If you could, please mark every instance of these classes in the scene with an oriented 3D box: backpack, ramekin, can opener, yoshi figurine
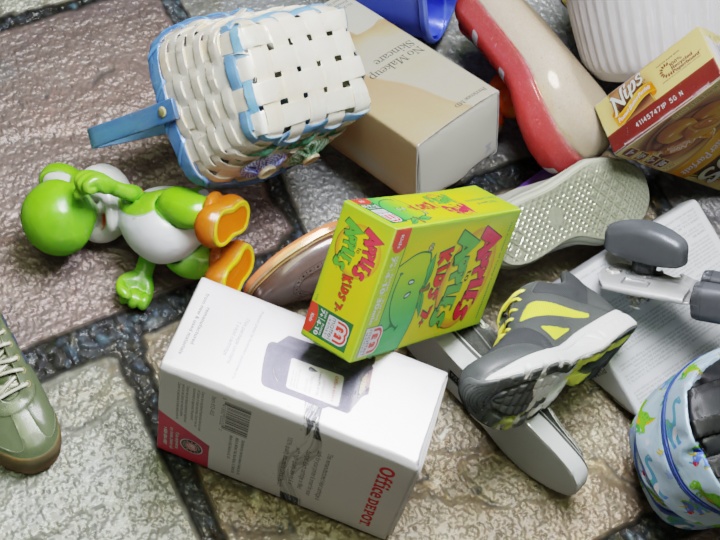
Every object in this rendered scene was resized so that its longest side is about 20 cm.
[{"bbox_3d":[0.309,0.129,1.078,0.198,0.153,0.165,-10,78,-44],"label":"backpack"},{"bbox_3d":[0.280,-0.238,1.232,0.198,0.200,0.107,-16,107,-17],"label":"ramekin"},{"bbox_3d":[0.282,0.011,1.090,0.198,0.067,0.053,15,28,24],"label":"can opener"},{"bbox_3d":[-0.192,-0.033,1.108,0.198,0.112,0.114,16,85,22],"label":"yoshi figurine"}]

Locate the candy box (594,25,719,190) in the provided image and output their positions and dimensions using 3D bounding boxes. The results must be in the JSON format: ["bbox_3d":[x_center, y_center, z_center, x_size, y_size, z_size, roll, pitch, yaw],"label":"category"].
[{"bbox_3d":[0.307,-0.133,1.184,0.198,0.115,0.056,11,52,-44],"label":"candy box"}]

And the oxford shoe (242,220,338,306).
[{"bbox_3d":[0.000,0.000,1.144,0.198,0.071,0.074,-19,71,-18],"label":"oxford shoe"}]

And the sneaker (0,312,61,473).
[{"bbox_3d":[-0.298,0.059,1.052,0.067,0.090,0.201,-30,70,-23],"label":"sneaker"}]

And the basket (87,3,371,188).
[{"bbox_3d":[-0.106,-0.138,1.116,0.175,0.199,0.141,-21,100,-41],"label":"basket"}]

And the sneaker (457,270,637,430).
[{"bbox_3d":[0.129,0.058,1.061,0.199,0.075,0.085,-17,55,-48],"label":"sneaker"}]

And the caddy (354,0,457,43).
[{"bbox_3d":[0.054,-0.303,1.252,0.104,0.201,0.143,11,56,15],"label":"caddy"}]

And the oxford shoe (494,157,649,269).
[{"bbox_3d":[0.168,-0.049,1.167,0.198,0.057,0.076,-20,100,-33],"label":"oxford shoe"}]

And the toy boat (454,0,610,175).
[{"bbox_3d":[0.133,-0.155,1.230,0.131,0.130,0.201,-42,49,15],"label":"toy boat"}]

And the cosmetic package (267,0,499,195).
[{"bbox_3d":[0.016,-0.152,1.196,0.105,0.072,0.199,-36,54,-27],"label":"cosmetic package"}]

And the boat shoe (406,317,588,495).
[{"bbox_3d":[0.119,0.091,1.110,0.063,0.071,0.200,-36,70,-23],"label":"boat shoe"}]

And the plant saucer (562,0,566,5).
[{"bbox_3d":[0.325,-0.308,1.376,0.198,0.049,0.201,27,60,6],"label":"plant saucer"}]

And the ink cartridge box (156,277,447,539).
[{"bbox_3d":[-0.047,0.107,1.033,0.198,0.145,0.085,21,59,3],"label":"ink cartridge box"}]

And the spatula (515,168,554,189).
[{"bbox_3d":[0.124,-0.031,1.186,0.199,0.020,0.057,-34,92,-40],"label":"spatula"}]

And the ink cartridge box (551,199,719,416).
[{"bbox_3d":[0.269,0.063,1.175,0.161,0.057,0.202,-29,90,-22],"label":"ink cartridge box"}]

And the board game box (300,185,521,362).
[{"bbox_3d":[0.042,-0.002,1.017,0.047,0.103,0.199,27,19,26],"label":"board game box"}]
